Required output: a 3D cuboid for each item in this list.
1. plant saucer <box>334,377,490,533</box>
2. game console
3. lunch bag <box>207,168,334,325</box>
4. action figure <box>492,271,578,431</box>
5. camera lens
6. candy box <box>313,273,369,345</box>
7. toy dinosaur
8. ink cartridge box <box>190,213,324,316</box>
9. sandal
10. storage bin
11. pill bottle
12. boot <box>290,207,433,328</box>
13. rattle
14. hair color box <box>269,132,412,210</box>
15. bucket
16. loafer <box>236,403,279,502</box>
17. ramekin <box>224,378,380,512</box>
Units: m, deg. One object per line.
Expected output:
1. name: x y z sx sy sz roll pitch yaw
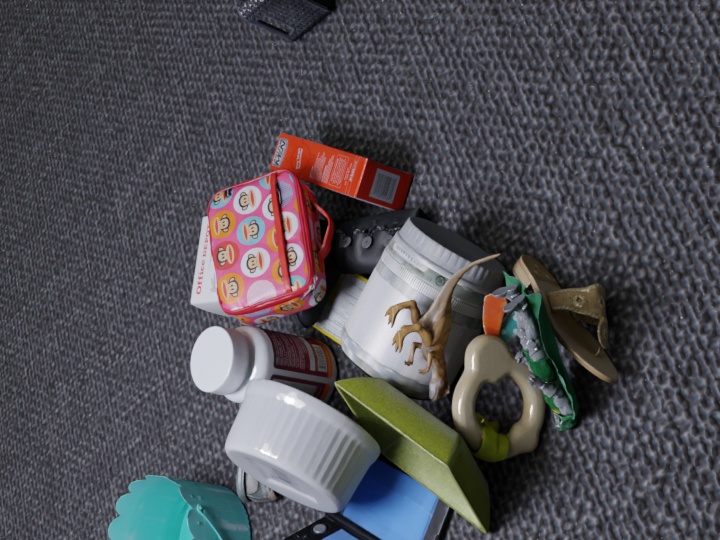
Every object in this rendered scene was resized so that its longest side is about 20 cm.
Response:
1. plant saucer: 0.077 0.216 1.471 0.199 0.200 0.048 33 73 36
2. game console: -0.001 0.336 1.576 0.199 0.175 0.117 20 122 46
3. lunch bag: -0.119 -0.035 1.670 0.175 0.082 0.202 -17 66 16
4. action figure: 0.213 0.108 1.392 0.054 0.201 0.118 -26 24 2
5. camera lens: 0.078 0.053 1.534 0.160 0.159 0.201 40 108 42
6. candy box: -0.053 0.033 1.762 0.199 0.026 0.103 30 100 45
7. toy dinosaur: 0.089 0.058 1.432 0.060 0.105 0.202 -126 41 -57
8. ink cartridge box: -0.158 -0.013 1.801 0.199 0.082 0.148 -7 70 42
9. sandal: 0.257 0.035 1.423 0.070 0.077 0.212 -55 43 23
10. storage bin: -0.132 -0.484 1.895 0.093 0.135 0.202 -31 59 35
11. pill bottle: -0.137 0.139 1.694 0.109 0.199 0.111 -14 70 41
12. boot: 0.000 -0.001 1.671 0.198 0.066 0.166 -1 73 32
13. rattle: 0.154 0.128 1.482 0.143 0.129 0.202 -170 70 -83
14. hair color box: -0.031 -0.144 1.734 0.199 0.101 0.062 21 95 45
15. bucket: -0.271 0.411 1.801 0.206 0.134 0.209 -14 70 42
16. loafer: -0.142 0.245 1.778 0.062 0.072 0.202 2 87 24
17. ramekin: -0.082 0.236 1.571 0.199 0.200 0.098 6 60 45
